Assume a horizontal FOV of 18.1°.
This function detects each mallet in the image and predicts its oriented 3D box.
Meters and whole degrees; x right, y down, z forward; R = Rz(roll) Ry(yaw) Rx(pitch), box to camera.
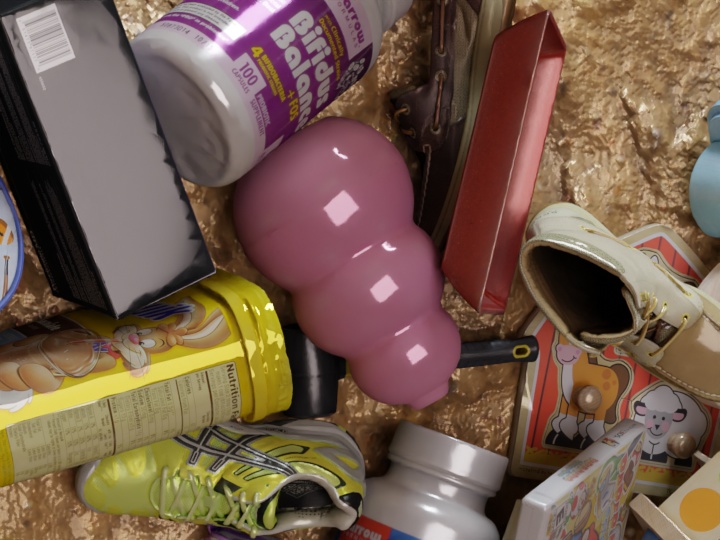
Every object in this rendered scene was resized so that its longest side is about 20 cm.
[{"bbox_3d":[0.034,0.073,1.592,0.199,0.041,0.066,4,95,-24],"label":"mallet"}]

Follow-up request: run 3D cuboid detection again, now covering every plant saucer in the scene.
[{"bbox_3d":[0.097,-0.071,1.542,0.036,0.200,0.201,13,91,9],"label":"plant saucer"}]

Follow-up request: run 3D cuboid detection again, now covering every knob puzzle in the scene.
[{"bbox_3d":[0.208,0.065,1.674,0.218,0.030,0.221,-3,96,-23],"label":"knob puzzle"}]

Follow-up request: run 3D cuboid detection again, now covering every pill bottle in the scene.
[{"bbox_3d":[-0.056,-0.151,1.475,0.200,0.112,0.113,-42,111,-33],"label":"pill bottle"},{"bbox_3d":[0.031,0.211,1.568,0.112,0.112,0.201,21,86,-24],"label":"pill bottle"}]

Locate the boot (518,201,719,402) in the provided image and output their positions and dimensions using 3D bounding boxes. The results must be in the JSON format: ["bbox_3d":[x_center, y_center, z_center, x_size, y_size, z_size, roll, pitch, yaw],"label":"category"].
[{"bbox_3d":[0.193,0.034,1.566,0.200,0.155,0.072,39,102,1],"label":"boot"}]

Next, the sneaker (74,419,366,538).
[{"bbox_3d":[-0.091,0.139,1.511,0.199,0.077,0.076,-3,117,-12],"label":"sneaker"}]

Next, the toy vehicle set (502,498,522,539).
[{"bbox_3d":[0.102,0.263,1.606,0.026,0.124,0.201,19,87,17],"label":"toy vehicle set"}]

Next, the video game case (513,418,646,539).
[{"bbox_3d":[0.141,0.222,1.581,0.182,0.023,0.201,-27,130,-58],"label":"video game case"}]

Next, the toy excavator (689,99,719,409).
[{"bbox_3d":[0.289,-0.024,1.664,0.200,0.100,0.195,-38,107,-12],"label":"toy excavator"}]

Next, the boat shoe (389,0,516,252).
[{"bbox_3d":[0.055,-0.114,1.577,0.071,0.072,0.201,13,99,6],"label":"boat shoe"}]

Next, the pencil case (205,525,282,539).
[{"bbox_3d":[-0.092,0.274,1.542,0.085,0.084,0.201,17,88,20],"label":"pencil case"}]

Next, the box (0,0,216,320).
[{"bbox_3d":[-0.179,-0.081,1.429,0.079,0.141,0.201,-26,105,-22],"label":"box"}]

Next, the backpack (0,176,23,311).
[{"bbox_3d":[-0.293,-0.031,1.363,0.199,0.154,0.191,-25,90,-19],"label":"backpack"}]

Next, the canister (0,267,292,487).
[{"bbox_3d":[-0.162,0.068,1.449,0.199,0.148,0.087,-16,104,-20],"label":"canister"}]

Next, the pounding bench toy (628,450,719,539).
[{"bbox_3d":[0.300,0.208,1.670,0.156,0.124,0.200,-41,148,-4],"label":"pounding bench toy"}]

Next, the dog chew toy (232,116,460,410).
[{"bbox_3d":[0.000,0.000,1.510,0.124,0.124,0.201,-30,91,-18],"label":"dog chew toy"}]
